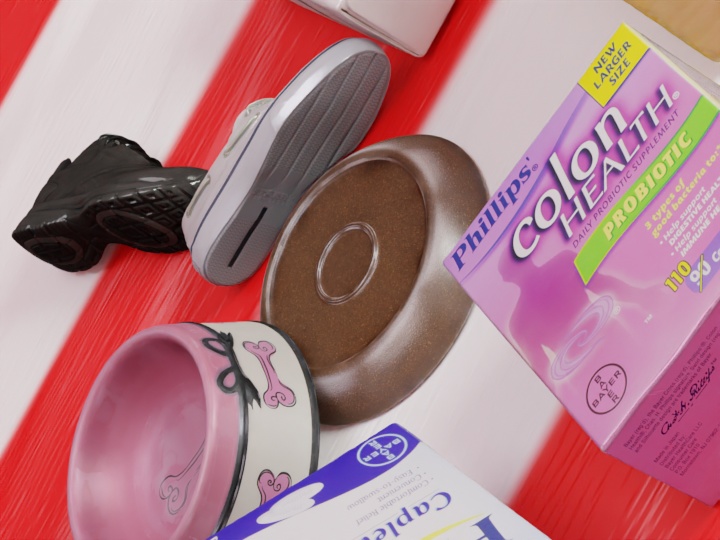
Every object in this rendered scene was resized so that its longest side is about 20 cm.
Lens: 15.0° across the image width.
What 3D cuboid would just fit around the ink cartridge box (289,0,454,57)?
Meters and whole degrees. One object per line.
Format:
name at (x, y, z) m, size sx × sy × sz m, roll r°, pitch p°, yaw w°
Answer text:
ink cartridge box at (-0.002, -0.243, 1.852) m, size 0.200 × 0.084 × 0.145 m, roll 31°, pitch 92°, yaw 53°

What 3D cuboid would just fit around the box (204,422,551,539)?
box at (0.011, 0.200, 1.481) m, size 0.184 × 0.105 × 0.200 m, roll -31°, pitch 34°, yaw -18°

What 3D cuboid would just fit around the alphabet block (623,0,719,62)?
alphabet block at (0.176, -0.277, 1.577) m, size 0.200 × 0.196 × 0.196 m, roll -49°, pitch 38°, yaw 17°

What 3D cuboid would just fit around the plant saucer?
plant saucer at (0.000, 0.000, 1.747) m, size 0.200 × 0.032 × 0.201 m, roll -27°, pitch 51°, yaw 38°

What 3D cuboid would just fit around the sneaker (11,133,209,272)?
sneaker at (-0.169, -0.059, 1.948) m, size 0.200 × 0.076 × 0.091 m, roll -7°, pitch 54°, yaw 43°

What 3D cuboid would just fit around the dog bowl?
dog bowl at (-0.114, 0.123, 1.742) m, size 0.200 × 0.074 × 0.201 m, roll -26°, pitch 56°, yaw 47°

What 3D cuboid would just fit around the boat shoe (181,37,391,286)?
boat shoe at (-0.060, -0.085, 1.827) m, size 0.200 × 0.073 × 0.067 m, roll -51°, pitch 47°, yaw 15°

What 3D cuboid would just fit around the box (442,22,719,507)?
box at (0.168, -0.006, 1.502) m, size 0.176 × 0.097 × 0.200 m, roll -53°, pitch 38°, yaw 12°
